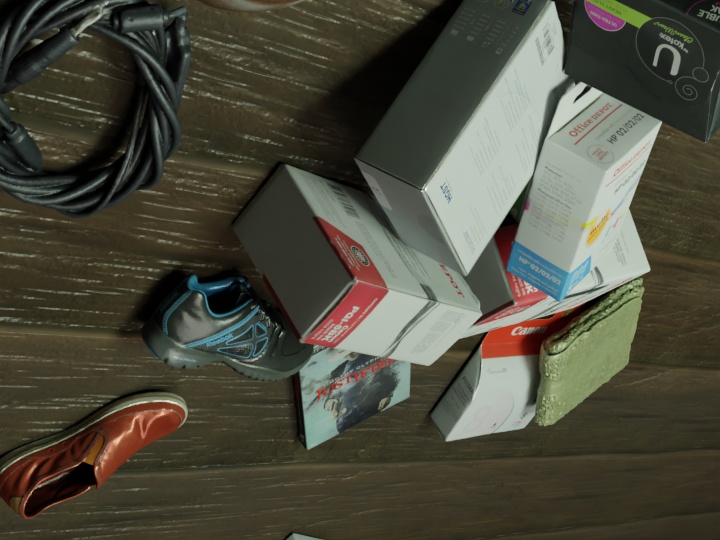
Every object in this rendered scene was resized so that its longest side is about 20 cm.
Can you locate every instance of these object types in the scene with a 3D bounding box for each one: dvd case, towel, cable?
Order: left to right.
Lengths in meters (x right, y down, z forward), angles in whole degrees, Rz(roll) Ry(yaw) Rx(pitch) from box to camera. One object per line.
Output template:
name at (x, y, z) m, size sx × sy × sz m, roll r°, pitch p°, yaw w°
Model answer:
cable at (-0.205, -0.111, 0.912) m, size 0.161 × 0.051 × 0.202 m, roll -10°, pitch 140°, yaw -35°
dvd case at (-0.008, 0.114, 1.412) m, size 0.144 × 0.022 × 0.201 m, roll -25°, pitch 145°, yaw -18°
towel at (0.295, 0.105, 1.636) m, size 0.199 × 0.036 × 0.150 m, roll -34°, pitch 141°, yaw -32°

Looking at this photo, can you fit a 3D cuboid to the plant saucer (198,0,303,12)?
plant saucer at (-0.049, -0.258, 0.888) m, size 0.198 × 0.037 × 0.202 m, roll -24°, pitch 145°, yaw -18°

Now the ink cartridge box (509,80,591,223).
ink cartridge box at (0.194, -0.112, 1.279) m, size 0.103 × 0.060 × 0.202 m, roll -19°, pitch 144°, yaw -25°

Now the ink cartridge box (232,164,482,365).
ink cartridge box at (0.000, 0.000, 1.156) m, size 0.083 × 0.148 × 0.199 m, roll -47°, pitch 146°, yaw 21°

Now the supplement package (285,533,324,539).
supplement package at (-0.106, 0.460, 1.675) m, size 0.200 × 0.110 × 0.113 m, roll -43°, pitch 147°, yaw 10°

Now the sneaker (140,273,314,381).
sneaker at (-0.107, 0.052, 1.191) m, size 0.198 × 0.073 × 0.082 m, roll 6°, pitch 128°, yaw -48°

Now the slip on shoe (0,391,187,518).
slip on shoe at (-0.255, 0.180, 1.224) m, size 0.198 × 0.061 × 0.075 m, roll -24°, pitch 144°, yaw -22°

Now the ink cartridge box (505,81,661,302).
ink cartridge box at (0.212, -0.085, 1.177) m, size 0.115 × 0.067 × 0.202 m, roll -39°, pitch 151°, yaw -41°

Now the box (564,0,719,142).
box at (0.288, -0.239, 1.071) m, size 0.200 × 0.147 × 0.125 m, roll -47°, pitch 154°, yaw -26°

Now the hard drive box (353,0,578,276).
hard drive box at (0.099, -0.123, 1.095) m, size 0.201 × 0.076 × 0.156 m, roll -56°, pitch 150°, yaw -13°

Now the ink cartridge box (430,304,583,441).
ink cartridge box at (0.197, 0.127, 1.600) m, size 0.161 × 0.057 × 0.201 m, roll -1°, pitch 138°, yaw -43°

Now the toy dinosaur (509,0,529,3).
toy dinosaur at (0.106, -0.308, 0.962) m, size 0.179 × 0.105 × 0.204 m, roll -4°, pitch 103°, yaw -32°

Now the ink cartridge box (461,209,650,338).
ink cartridge box at (0.186, 0.001, 1.347) m, size 0.198 × 0.085 × 0.144 m, roll -13°, pitch 169°, yaw -33°
